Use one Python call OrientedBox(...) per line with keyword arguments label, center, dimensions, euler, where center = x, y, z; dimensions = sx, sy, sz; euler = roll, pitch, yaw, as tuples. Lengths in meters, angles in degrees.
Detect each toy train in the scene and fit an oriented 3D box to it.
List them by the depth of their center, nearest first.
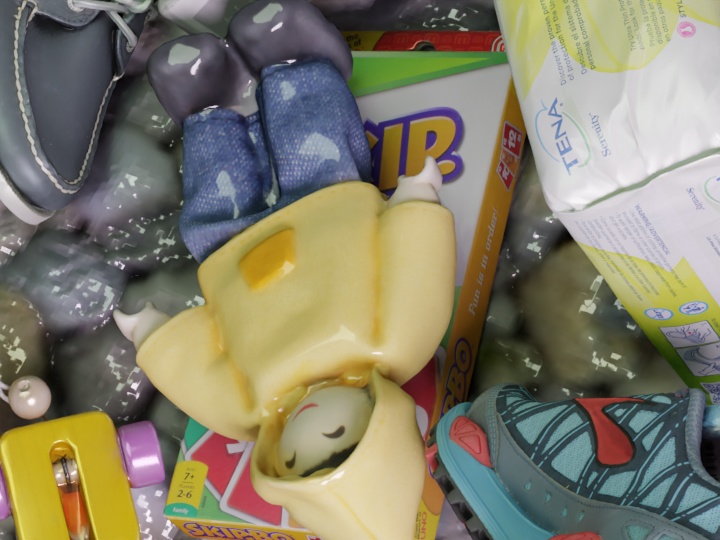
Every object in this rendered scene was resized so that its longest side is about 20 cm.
OrientedBox(label="toy train", center=(-0.149, 0.097, 0.905), dimensions=(0.149, 0.056, 0.201), euler=(12, 67, 0))

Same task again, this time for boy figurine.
OrientedBox(label="boy figurine", center=(-0.025, 0.009, 0.874), dimensions=(0.124, 0.064, 0.201), euler=(-21, 55, 13))

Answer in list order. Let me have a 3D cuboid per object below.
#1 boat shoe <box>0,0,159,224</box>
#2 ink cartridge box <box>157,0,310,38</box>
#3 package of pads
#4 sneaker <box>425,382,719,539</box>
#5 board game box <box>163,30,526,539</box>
OrientedBox(label="boat shoe", center=(-0.111, -0.112, 1.004), dimensions=(0.062, 0.073, 0.201), euler=(-15, 54, 24))
OrientedBox(label="ink cartridge box", center=(0.001, -0.197, 0.954), dimensions=(0.200, 0.045, 0.177), euler=(-44, 30, 28))
OrientedBox(label="package of pads", center=(0.092, -0.078, 0.832), dimensions=(0.068, 0.155, 0.201), euler=(-21, 58, 16))
OrientedBox(label="sneaker", center=(0.088, 0.076, 0.779), dimensions=(0.095, 0.079, 0.200), euler=(-34, 22, -3))
OrientedBox(label="board game box", center=(0.000, 0.000, 0.920), dimensions=(0.095, 0.030, 0.201), euler=(3, 64, 27))
